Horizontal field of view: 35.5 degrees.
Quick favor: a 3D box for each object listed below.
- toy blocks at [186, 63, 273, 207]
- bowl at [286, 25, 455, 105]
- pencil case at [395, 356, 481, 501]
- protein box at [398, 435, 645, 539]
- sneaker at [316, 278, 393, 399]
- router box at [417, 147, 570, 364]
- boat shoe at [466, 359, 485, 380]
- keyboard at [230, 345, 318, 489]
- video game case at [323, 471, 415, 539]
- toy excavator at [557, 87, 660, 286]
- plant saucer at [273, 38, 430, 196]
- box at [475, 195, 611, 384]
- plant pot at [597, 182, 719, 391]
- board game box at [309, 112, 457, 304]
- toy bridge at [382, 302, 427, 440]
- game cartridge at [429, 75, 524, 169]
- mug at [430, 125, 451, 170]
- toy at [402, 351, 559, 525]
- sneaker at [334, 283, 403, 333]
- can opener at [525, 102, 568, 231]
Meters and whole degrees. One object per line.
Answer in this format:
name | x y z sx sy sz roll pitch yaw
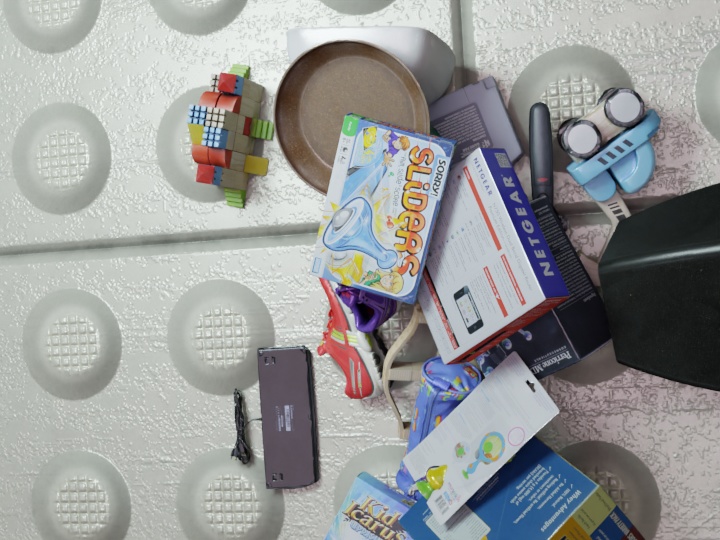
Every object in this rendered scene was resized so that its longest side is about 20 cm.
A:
toy blocks | -0.191 -0.192 1.540 0.099 0.137 0.201 10 93 15
bowl | 0.014 -0.256 1.448 0.199 0.200 0.075 4 89 17
pencil case | 0.098 0.213 1.459 0.078 0.087 0.201 21 116 19
protein box | 0.193 0.318 1.364 0.199 0.200 0.135 -45 123 -6
sneaker | -0.027 0.083 1.531 0.085 0.077 0.201 -23 84 20
router box | 0.135 -0.015 1.338 0.179 0.049 0.201 -37 66 42
boat shoe | 0.134 0.104 1.486 0.064 0.071 0.201 -31 83 14
keyboard | -0.125 0.209 1.586 0.126 0.021 0.201 -4 89 10
video game case | 0.042 0.404 1.528 0.199 0.045 0.182 29 97 14
toy excavator | 0.319 -0.106 1.427 0.194 0.100 0.200 -36 94 9
plant saucer | -0.008 -0.183 1.365 0.199 0.037 0.201 6 111 17
box | 0.202 0.034 1.416 0.148 0.107 0.201 -33 84 43
plant pot | 0.392 0.020 1.336 0.177 0.200 0.201 -5 115 28
board game box | 0.026 -0.073 1.340 0.135 0.034 0.201 15 106 8
toy bridge | 0.064 0.133 1.483 0.067 0.027 0.201 3 114 -7
game cartridge | 0.111 -0.160 1.510 0.199 0.042 0.134 -22 89 15
mug | 0.018 -0.129 1.458 0.184 0.114 0.153 -22 85 15
toy | 0.151 0.208 1.365 0.200 0.047 0.115 -44 41 10
sneaker | 0.000 0.000 1.430 0.080 0.083 0.201 11 137 38
can opener | 0.230 -0.116 1.446 0.078 0.063 0.201 0 104 -3
